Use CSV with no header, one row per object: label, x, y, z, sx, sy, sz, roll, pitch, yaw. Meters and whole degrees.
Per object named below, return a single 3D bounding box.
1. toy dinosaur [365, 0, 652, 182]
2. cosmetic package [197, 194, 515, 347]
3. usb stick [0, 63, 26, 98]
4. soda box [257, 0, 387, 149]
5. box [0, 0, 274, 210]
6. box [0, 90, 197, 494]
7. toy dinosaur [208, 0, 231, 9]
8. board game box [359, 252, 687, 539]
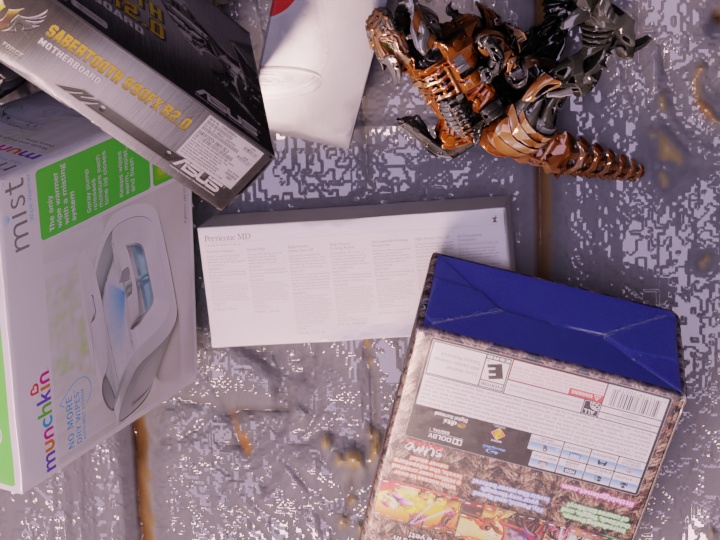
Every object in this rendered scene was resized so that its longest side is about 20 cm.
toy dinosaur,0.096,-0.116,0.942,0.136,0.200,0.102,-52,49,9
cosmetic package,0.000,0.000,1.010,0.199,0.051,0.083,-3,105,11
usb stick,-0.234,-0.120,0.962,0.033,0.200,0.055,44,69,-17
soda box,-0.015,-0.176,0.932,0.068,0.064,0.200,14,125,-4
box,-0.143,-0.139,0.876,0.200,0.159,0.048,35,113,-28
box,-0.192,0.002,0.955,0.096,0.176,0.201,14,116,28
toy dinosaur,-0.134,-0.145,1.012,0.200,0.047,0.088,-14,95,17
board game box,0.094,0.113,0.961,0.159,0.097,0.200,15,119,1
